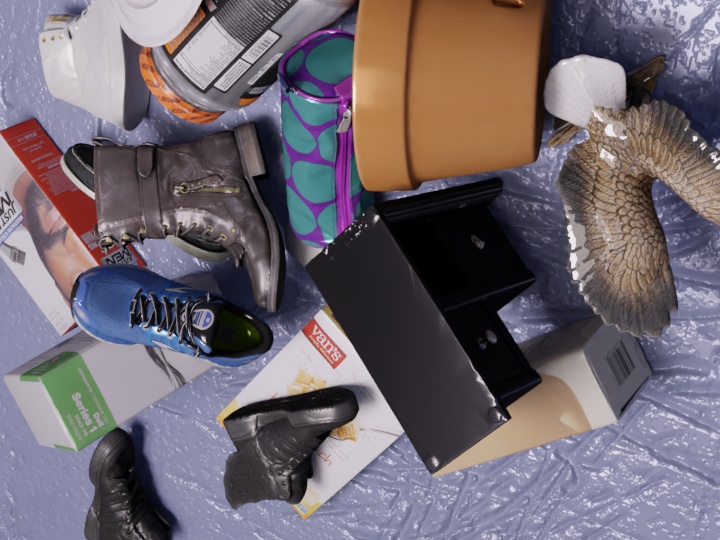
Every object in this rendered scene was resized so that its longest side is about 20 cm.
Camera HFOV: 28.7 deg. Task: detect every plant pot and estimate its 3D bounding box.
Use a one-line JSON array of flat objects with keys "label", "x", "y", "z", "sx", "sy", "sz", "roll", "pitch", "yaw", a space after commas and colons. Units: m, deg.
[{"label": "plant pot", "x": 0.079, "y": -0.160, "z": 1.138, "sx": 0.139, "sy": 0.200, "sz": 0.202, "roll": 5, "pitch": 113, "yaw": 11}]

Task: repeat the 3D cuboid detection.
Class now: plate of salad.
[{"label": "plate of salad", "x": -0.164, "y": -0.292, "z": 1.208, "sx": 0.199, "sy": 0.048, "sz": 0.202, "roll": -1, "pitch": 89, "yaw": 53}]

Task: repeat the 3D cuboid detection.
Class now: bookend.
[{"label": "bookend", "x": 0.088, "y": 0.039, "z": 1.174, "sx": 0.092, "sy": 0.198, "sz": 0.201, "roll": -40, "pitch": 74, "yaw": 35}]

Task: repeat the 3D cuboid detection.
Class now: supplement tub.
[{"label": "supplement tub", "x": -0.103, "y": -0.226, "z": 1.248, "sx": 0.200, "sy": 0.122, "sz": 0.123, "roll": -38, "pitch": 89, "yaw": 36}]

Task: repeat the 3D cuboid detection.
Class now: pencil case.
[{"label": "pencil case", "x": -0.027, "y": -0.109, "z": 1.237, "sx": 0.201, "sy": 0.084, "sz": 0.093, "roll": 88, "pitch": 160, "yaw": -50}]

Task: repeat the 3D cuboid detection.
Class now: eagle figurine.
[{"label": "eagle figurine", "x": 0.228, "y": -0.072, "z": 1.104, "sx": 0.149, "sy": 0.201, "sz": 0.152, "roll": -9, "pitch": 149, "yaw": -6}]

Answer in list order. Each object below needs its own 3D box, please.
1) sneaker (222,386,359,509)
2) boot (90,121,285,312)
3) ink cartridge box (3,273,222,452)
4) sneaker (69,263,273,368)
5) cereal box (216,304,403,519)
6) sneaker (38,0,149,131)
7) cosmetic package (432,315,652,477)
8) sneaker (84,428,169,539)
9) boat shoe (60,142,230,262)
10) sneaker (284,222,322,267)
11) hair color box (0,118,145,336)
[{"label": "sneaker", "x": -0.067, "y": 0.180, "z": 1.387, "sx": 0.199, "sy": 0.060, "sz": 0.105, "roll": -13, "pitch": 102, "yaw": 39}, {"label": "boot", "x": -0.165, "y": -0.043, "z": 1.333, "sx": 0.173, "sy": 0.069, "sz": 0.202, "roll": -12, "pitch": 79, "yaw": 0}, {"label": "ink cartridge box", "x": -0.232, "y": 0.089, "z": 1.384, "sx": 0.146, "sy": 0.199, "sz": 0.085, "roll": -7, "pitch": 111, "yaw": 63}, {"label": "sneaker", "x": -0.167, "y": 0.039, "z": 1.289, "sx": 0.089, "sy": 0.199, "sz": 0.079, "roll": -11, "pitch": 67, "yaw": 62}, {"label": "cereal box", "x": -0.040, "y": 0.142, "z": 1.413, "sx": 0.144, "sy": 0.039, "sz": 0.200, "roll": 47, "pitch": 125, "yaw": 5}, {"label": "sneaker", "x": -0.261, "y": -0.243, "z": 1.364, "sx": 0.115, "sy": 0.074, "sz": 0.201, "roll": 21, "pitch": 120, "yaw": 18}, {"label": "cosmetic package", "x": 0.147, "y": 0.110, "z": 1.253, "sx": 0.199, "sy": 0.105, "sz": 0.072, "roll": -23, "pitch": 97, "yaw": 37}, {"label": "sneaker", "x": -0.252, "y": 0.274, "z": 1.574, "sx": 0.104, "sy": 0.060, "sz": 0.201, "roll": 28, "pitch": 127, "yaw": 19}, {"label": "boat shoe", "x": -0.206, "y": -0.085, "z": 1.397, "sx": 0.199, "sy": 0.074, "sz": 0.066, "roll": 34, "pitch": 121, "yaw": 14}, {"label": "sneaker", "x": 0.000, "y": 0.000, "z": 1.304, "sx": 0.199, "sy": 0.085, "sz": 0.073, "roll": 23, "pitch": 121, "yaw": 26}, {"label": "hair color box", "x": -0.333, "y": -0.046, "z": 1.494, "sx": 0.111, "sy": 0.064, "sz": 0.200, "roll": -39, "pitch": 89, "yaw": 35}]
